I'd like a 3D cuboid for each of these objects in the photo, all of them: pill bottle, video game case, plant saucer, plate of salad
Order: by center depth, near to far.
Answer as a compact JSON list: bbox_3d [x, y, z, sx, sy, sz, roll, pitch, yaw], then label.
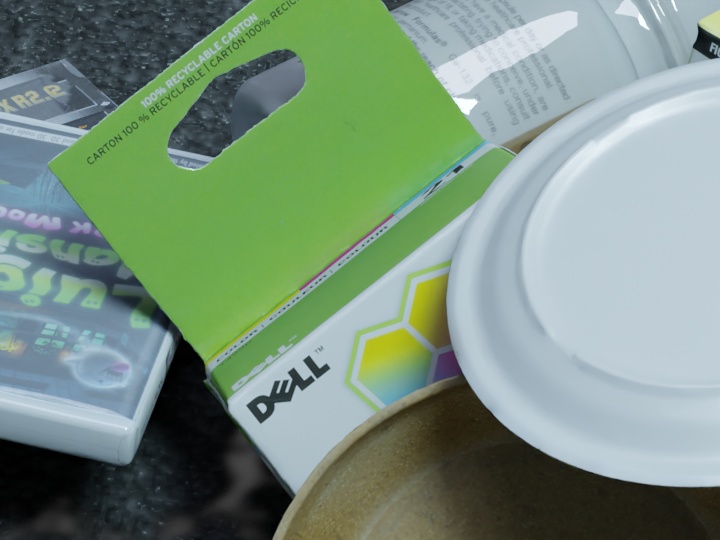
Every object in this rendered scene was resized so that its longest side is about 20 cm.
[{"bbox_3d":[0.128,0.001,0.952,0.200,0.048,0.200,-10,44,10],"label":"plate of salad"},{"bbox_3d":[0.062,0.133,0.978,0.200,0.201,0.035,10,0,7],"label":"plant saucer"},{"bbox_3d":[-0.164,-0.007,1.109,0.200,0.023,0.182,13,38,4],"label":"video game case"},{"bbox_3d":[0.057,-0.066,1.153,0.200,0.114,0.114,-27,49,-16],"label":"pill bottle"}]

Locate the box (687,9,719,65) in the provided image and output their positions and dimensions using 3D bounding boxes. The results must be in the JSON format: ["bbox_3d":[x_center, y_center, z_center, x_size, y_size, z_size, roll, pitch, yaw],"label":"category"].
[{"bbox_3d":[0.150,-0.004,1.082,0.075,0.200,0.050,34,42,28],"label":"box"}]

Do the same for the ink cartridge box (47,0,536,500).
[{"bbox_3d":[0.000,0.000,1.040,0.148,0.200,0.076,-38,15,-2],"label":"ink cartridge box"}]

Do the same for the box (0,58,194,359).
[{"bbox_3d":[-0.164,-0.006,1.166,0.200,0.048,0.158,-22,47,-34],"label":"box"}]
